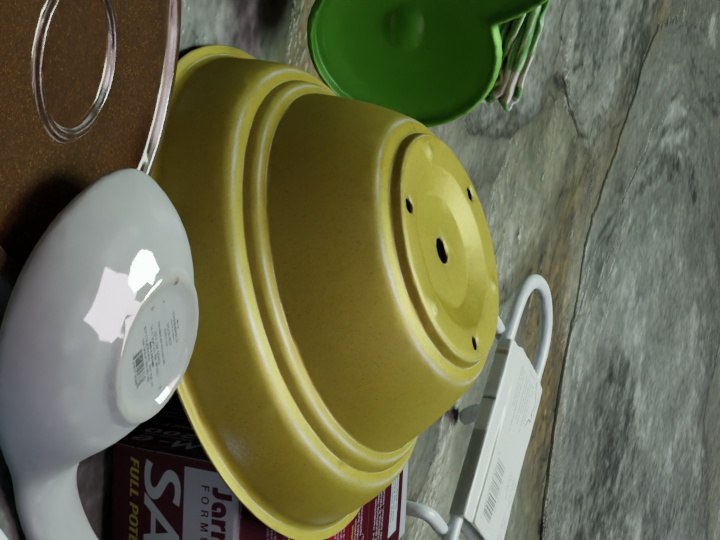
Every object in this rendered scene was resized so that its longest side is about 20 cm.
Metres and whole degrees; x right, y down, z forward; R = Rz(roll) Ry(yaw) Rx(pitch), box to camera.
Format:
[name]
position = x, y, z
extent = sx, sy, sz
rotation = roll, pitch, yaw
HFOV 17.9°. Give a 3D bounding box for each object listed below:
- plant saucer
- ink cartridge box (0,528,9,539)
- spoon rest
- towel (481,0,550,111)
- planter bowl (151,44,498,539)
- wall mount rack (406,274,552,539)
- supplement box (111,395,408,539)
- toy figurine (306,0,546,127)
[plant saucer]
position = -0.104, -0.072, 0.748
extent = 0.200, 0.032, 0.201
rotation = 9, 90, -70
[ink cartridge box]
position = -0.134, 0.159, 0.670
extent = 0.200, 0.076, 0.137
rotation = 63, 39, -42
[spoon rest]
position = -0.091, 0.055, 0.788
extent = 0.099, 0.060, 0.201
rotation = -48, 147, -44
[towel]
position = 0.080, -0.193, 1.074
extent = 0.153, 0.023, 0.201
rotation = -103, -153, -64
[planter bowl]
position = 0.000, 0.000, 0.892
extent = 0.200, 0.083, 0.202
rotation = 41, 43, -53
[wall mount rack]
position = 0.053, 0.103, 1.232
extent = 0.174, 0.074, 0.201
rotation = 58, 45, -58
[supplement box]
position = -0.038, 0.095, 0.974
extent = 0.200, 0.061, 0.110
rotation = -36, 131, -65
[toy figurine]
position = 0.039, -0.193, 0.975
extent = 0.185, 0.149, 0.201
rotation = -73, 170, -49
